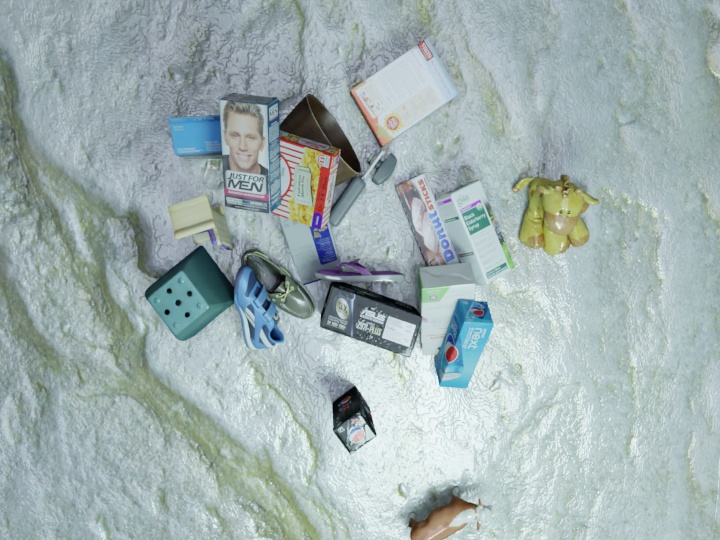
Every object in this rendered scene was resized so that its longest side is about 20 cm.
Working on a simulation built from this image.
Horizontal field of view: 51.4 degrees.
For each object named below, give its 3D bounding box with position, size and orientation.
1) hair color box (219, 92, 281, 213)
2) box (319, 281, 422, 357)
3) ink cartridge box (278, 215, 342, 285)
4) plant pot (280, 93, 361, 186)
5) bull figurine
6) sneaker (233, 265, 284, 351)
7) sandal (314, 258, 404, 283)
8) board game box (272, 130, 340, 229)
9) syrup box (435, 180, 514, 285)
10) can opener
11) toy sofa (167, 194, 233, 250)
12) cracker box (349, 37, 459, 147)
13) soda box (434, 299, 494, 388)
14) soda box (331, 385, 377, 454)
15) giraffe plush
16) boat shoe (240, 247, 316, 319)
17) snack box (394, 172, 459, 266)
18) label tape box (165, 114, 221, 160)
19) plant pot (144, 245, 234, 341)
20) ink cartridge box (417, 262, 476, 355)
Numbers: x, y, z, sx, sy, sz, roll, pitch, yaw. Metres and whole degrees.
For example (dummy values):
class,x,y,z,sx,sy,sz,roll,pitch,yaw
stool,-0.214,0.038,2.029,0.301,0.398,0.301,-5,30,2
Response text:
class,x,y,z,sx,sy,sz,roll,pitch,yaw
hair color box,-0.202,-0.216,1.382,0.097,0.061,0.205,9,116,15
box,0.019,0.095,1.554,0.195,0.164,0.088,19,94,-3
ink cartridge box,-0.103,-0.063,1.567,0.097,0.040,0.203,-16,133,-3
plant pot,-0.128,-0.220,1.531,0.198,0.187,0.189,-34,95,15
bull figurine,0.190,0.533,1.614,0.196,0.121,0.067,-25,96,0
sneaker,-0.210,0.077,1.556,0.080,0.075,0.204,1,125,17
sandal,-0.002,-0.001,1.588,0.197,0.082,0.051,3,93,-18
board game box,-0.145,-0.183,1.438,0.195,0.046,0.155,18,118,13
syrup box,0.242,-0.079,1.584,0.077,0.081,0.205,-25,96,-20
can opener,0.001,-0.174,1.588,0.066,0.053,0.201,39,92,-5
toy sofa,-0.318,-0.084,1.508,0.081,0.200,0.100,-15,90,-2
cracker box,0.092,-0.372,1.575,0.197,0.058,0.136,-33,96,1
soda box,0.213,0.156,1.560,0.066,0.065,0.203,4,131,-11
soda box,-0.015,0.306,1.549,0.070,0.200,0.064,-35,97,1
giraffe plush,0.414,-0.132,1.554,0.168,0.162,0.205,-18,95,-1
boat shoe,-0.175,0.033,1.591,0.201,0.060,0.072,43,92,-5
snack box,0.143,-0.101,1.614,0.070,0.024,0.205,-23,95,-2
label tape box,-0.299,-0.262,1.494,0.140,0.200,0.065,-4,94,-2
plant pot,-0.350,0.052,1.516,0.140,0.200,0.143,-38,94,1
ink cartridge box,0.179,0.085,1.581,0.113,0.068,0.204,-5,132,-2
